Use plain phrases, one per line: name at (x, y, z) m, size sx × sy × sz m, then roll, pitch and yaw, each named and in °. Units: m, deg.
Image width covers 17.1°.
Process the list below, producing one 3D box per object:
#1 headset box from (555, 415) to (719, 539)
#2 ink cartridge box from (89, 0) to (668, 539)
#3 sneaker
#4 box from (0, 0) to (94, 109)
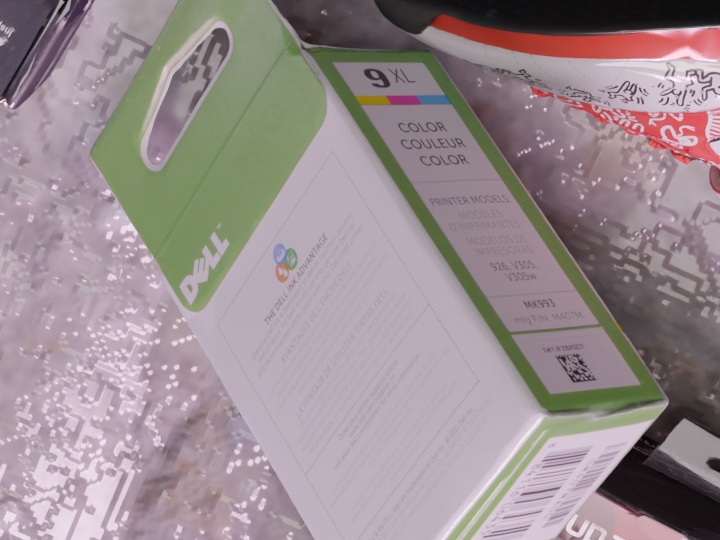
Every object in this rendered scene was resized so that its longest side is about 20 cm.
headset box at (0.083, 0.145, 0.813) m, size 0.148 × 0.077 × 0.201 m, roll 26°, pitch 107°, yaw -3°
ink cartridge box at (0.000, 0.000, 0.751) m, size 0.201 × 0.059 × 0.104 m, roll 57°, pitch 130°, yaw 28°
sneaker at (0.102, -0.052, 0.754) m, size 0.200 × 0.067 × 0.108 m, roll 7°, pitch 136°, yaw 23°
box at (-0.132, -0.165, 0.631) m, size 0.199 × 0.049 × 0.162 m, roll 33°, pitch 110°, yaw -4°
